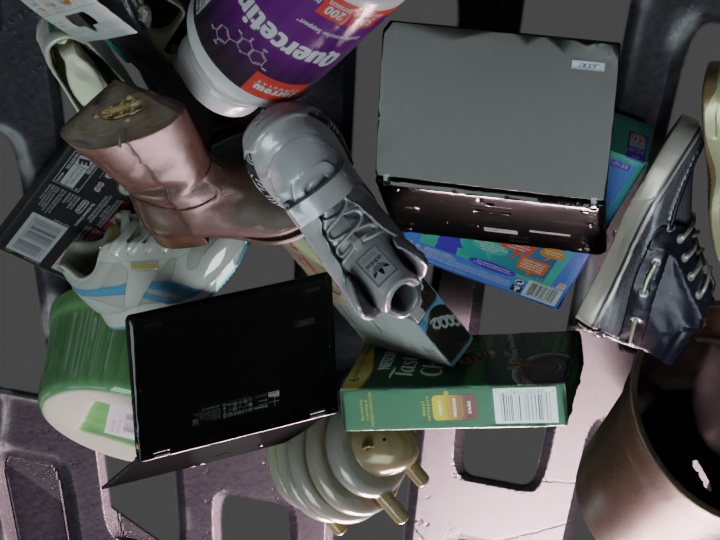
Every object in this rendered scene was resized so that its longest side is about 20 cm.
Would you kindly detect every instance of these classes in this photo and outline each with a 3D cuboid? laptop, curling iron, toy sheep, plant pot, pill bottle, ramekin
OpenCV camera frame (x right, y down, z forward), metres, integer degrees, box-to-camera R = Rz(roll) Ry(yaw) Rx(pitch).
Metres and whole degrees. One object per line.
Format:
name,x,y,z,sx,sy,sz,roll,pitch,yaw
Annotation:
laptop,-0.127,0.098,1.615,0.185,0.116,0.202,-12,112,-26
curling iron,-0.137,-0.117,1.540,0.199,0.026,0.050,-21,108,42
toy sheep,-0.020,0.179,1.773,0.199,0.139,0.138,-21,130,43
laptop,0.106,-0.096,1.428,0.175,0.104,0.200,7,165,10
plant pot,0.289,0.161,1.617,0.198,0.202,0.199,19,148,-6
pill bottle,-0.051,-0.193,1.350,0.112,0.113,0.200,31,138,-20
ramekin,-0.201,0.102,1.727,0.198,0.099,0.201,9,153,5

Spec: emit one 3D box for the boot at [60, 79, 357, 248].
boot,-0.111,-0.087,1.422,0.184,0.065,0.200,-15,151,9

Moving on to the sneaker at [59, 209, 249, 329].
sneaker,-0.170,-0.013,1.570,0.199,0.077,0.081,-24,126,35

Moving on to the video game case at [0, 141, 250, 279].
video game case,-0.204,-0.036,1.635,0.179,0.026,0.200,26,144,-19

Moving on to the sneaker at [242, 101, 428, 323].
sneaker,-0.011,-0.038,1.398,0.075,0.115,0.200,-38,139,-3

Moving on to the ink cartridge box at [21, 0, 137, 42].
ink cartridge box,-0.244,-0.243,1.328,0.200,0.047,0.160,39,169,-21

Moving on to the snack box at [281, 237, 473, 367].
snack box,0.000,0.000,1.588,0.116,0.037,0.200,13,151,48

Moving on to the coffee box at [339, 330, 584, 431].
coffee box,0.089,0.096,1.632,0.198,0.123,0.044,-3,109,15

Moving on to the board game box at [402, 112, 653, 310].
board game box,0.127,-0.064,1.502,0.151,0.045,0.201,20,141,-5

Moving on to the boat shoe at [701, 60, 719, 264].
boat shoe,0.298,-0.073,1.421,0.064,0.073,0.201,1,134,17

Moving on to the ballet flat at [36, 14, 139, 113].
ballet flat,-0.193,-0.119,1.487,0.069,0.070,0.201,-16,121,32

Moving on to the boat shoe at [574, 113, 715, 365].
boat shoe,0.245,-0.020,1.458,0.092,0.075,0.201,27,125,8

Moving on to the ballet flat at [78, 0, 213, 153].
ballet flat,-0.154,-0.170,1.446,0.072,0.073,0.201,-15,127,31
